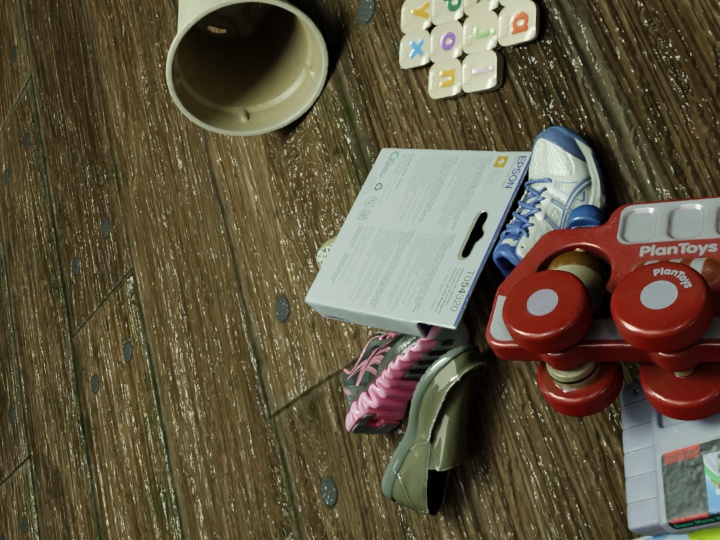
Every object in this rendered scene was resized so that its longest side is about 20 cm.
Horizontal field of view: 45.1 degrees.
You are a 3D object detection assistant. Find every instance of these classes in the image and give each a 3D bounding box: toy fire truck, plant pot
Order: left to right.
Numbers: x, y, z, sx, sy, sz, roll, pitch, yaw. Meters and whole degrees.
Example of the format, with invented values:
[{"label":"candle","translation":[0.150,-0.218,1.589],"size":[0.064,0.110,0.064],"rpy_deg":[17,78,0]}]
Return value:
[{"label":"plant pot","translation":[-0.158,-0.309,1.123],"size":[0.200,0.200,0.184],"rpy_deg":[-53,38,34]},{"label":"toy fire truck","translation":[0.204,0.015,0.671],"size":[0.200,0.112,0.168],"rpy_deg":[-3,48,33]}]

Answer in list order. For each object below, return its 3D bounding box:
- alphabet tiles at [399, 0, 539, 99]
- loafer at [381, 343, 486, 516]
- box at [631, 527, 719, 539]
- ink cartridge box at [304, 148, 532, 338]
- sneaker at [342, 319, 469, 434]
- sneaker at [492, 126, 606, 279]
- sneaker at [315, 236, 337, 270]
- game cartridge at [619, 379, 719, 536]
[{"label":"alphabet tiles","translation":[0.112,-0.283,0.911],"size":[0.196,0.015,0.200],"rpy_deg":[0,88,51]},{"label":"loafer","translation":[0.087,0.165,0.879],"size":[0.070,0.075,0.200],"rpy_deg":[35,119,33]},{"label":"box","translation":[0.274,0.249,0.654],"size":[0.200,0.048,0.122],"rpy_deg":[-37,60,41]},{"label":"ink cartridge box","translation":[0.062,-0.031,0.861],"size":[0.200,0.043,0.196],"rpy_deg":[10,65,43]},{"label":"sneaker","translation":[0.038,0.094,0.940],"size":[0.200,0.079,0.095],"rpy_deg":[-49,41,35]},{"label":"sneaker","translation":[0.162,-0.033,0.769],"size":[0.075,0.088,0.200],"rpy_deg":[163,108,-65]},{"label":"sneaker","translation":[0.000,0.000,0.970],"size":[0.200,0.089,0.077],"rpy_deg":[20,103,49]},{"label":"game cartridge","translation":[0.280,0.118,0.635],"size":[0.200,0.038,0.130],"rpy_deg":[-32,37,44]}]
